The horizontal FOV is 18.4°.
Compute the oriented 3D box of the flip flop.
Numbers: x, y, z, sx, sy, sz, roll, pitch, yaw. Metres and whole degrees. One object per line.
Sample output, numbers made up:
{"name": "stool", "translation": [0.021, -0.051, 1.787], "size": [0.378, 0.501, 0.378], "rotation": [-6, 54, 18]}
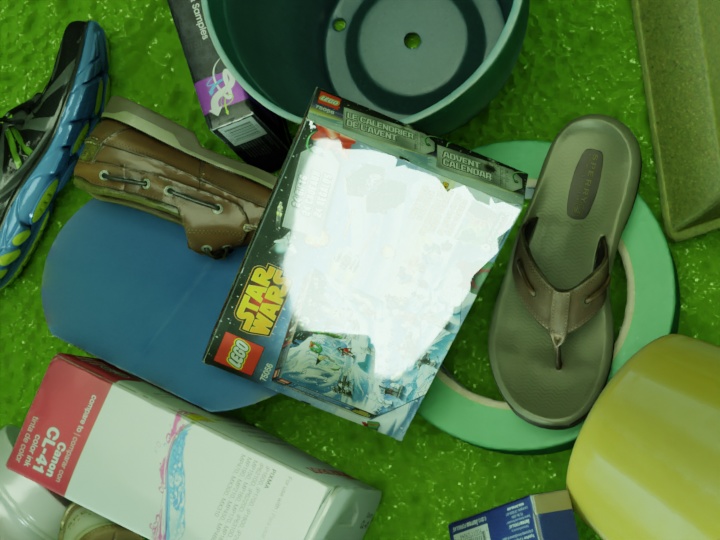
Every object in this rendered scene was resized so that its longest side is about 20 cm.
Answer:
{"name": "flip flop", "translation": [0.128, -0.002, 1.377], "size": [0.081, 0.058, 0.201], "rotation": [14, 84, 13]}

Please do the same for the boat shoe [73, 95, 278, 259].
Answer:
{"name": "boat shoe", "translation": [-0.091, -0.038, 1.447], "size": [0.199, 0.072, 0.068], "rotation": [26, 80, 9]}

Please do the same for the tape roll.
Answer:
{"name": "tape roll", "translation": [0.105, 0.018, 1.434], "size": [0.200, 0.048, 0.201], "rotation": [-2, 82, 11]}

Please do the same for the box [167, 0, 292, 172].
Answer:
{"name": "box", "translation": [-0.097, -0.172, 1.456], "size": [0.036, 0.143, 0.201], "rotation": [-21, 78, 6]}

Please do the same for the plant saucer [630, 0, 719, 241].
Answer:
{"name": "plant saucer", "translation": [0.260, -0.135, 1.381], "size": [0.200, 0.048, 0.201], "rotation": [-20, 73, 52]}

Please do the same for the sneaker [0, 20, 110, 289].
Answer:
{"name": "sneaker", "translation": [-0.233, -0.085, 1.509], "size": [0.083, 0.071, 0.200], "rotation": [29, 91, 8]}

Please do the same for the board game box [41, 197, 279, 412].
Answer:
{"name": "board game box", "translation": [-0.110, 0.023, 1.459], "size": [0.199, 0.039, 0.158], "rotation": [24, 54, 14]}

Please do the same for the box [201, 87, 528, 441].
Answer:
{"name": "box", "translation": [0.000, 0.000, 1.337], "size": [0.136, 0.040, 0.200], "rotation": [22, 127, -5]}

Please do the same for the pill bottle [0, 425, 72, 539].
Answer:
{"name": "pill bottle", "translation": [-0.276, 0.198, 1.453], "size": [0.200, 0.113, 0.113], "rotation": [-42, 76, 3]}

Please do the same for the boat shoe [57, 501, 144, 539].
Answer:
{"name": "boat shoe", "translation": [-0.162, 0.244, 1.428], "size": [0.073, 0.063, 0.201], "rotation": [-8, 114, -26]}

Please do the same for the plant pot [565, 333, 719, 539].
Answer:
{"name": "plant pot", "translation": [0.234, 0.137, 1.324], "size": [0.189, 0.201, 0.201], "rotation": [31, 89, 31]}

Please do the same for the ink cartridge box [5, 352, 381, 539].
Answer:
{"name": "ink cartridge box", "translation": [-0.102, 0.132, 1.409], "size": [0.199, 0.148, 0.086], "rotation": [26, 90, 15]}

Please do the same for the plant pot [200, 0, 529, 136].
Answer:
{"name": "plant pot", "translation": [0.020, -0.166, 1.407], "size": [0.199, 0.188, 0.201], "rotation": [-2, 81, 13]}

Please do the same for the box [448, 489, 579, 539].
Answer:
{"name": "box", "translation": [0.109, 0.243, 1.365], "size": [0.032, 0.121, 0.201], "rotation": [-5, 78, -24]}
